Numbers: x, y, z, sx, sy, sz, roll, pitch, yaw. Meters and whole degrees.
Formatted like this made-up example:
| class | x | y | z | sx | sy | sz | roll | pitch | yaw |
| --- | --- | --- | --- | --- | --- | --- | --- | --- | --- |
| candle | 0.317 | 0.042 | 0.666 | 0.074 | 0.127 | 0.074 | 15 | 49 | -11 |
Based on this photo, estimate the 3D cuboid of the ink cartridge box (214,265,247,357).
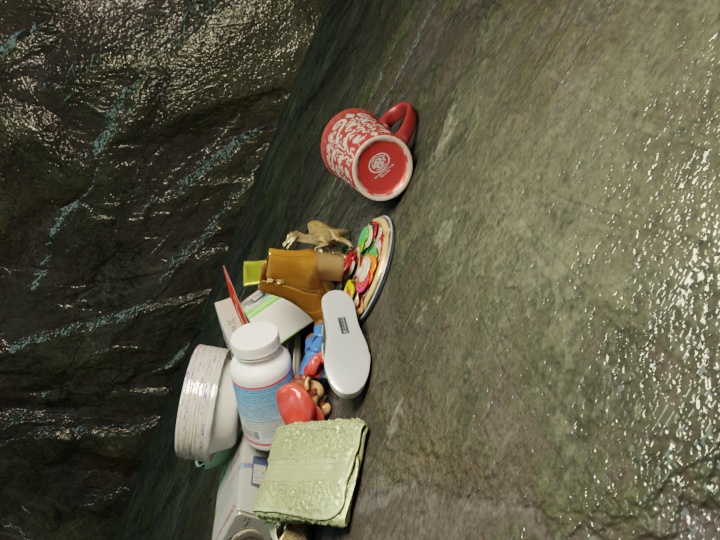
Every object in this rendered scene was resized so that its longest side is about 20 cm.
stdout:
| class | x | y | z | sx | sy | sz | roll | pitch | yaw |
| --- | --- | --- | --- | --- | --- | --- | --- | --- | --- |
| ink cartridge box | -0.253 | 0.119 | 1.434 | 0.201 | 0.043 | 0.177 | -125 | 21 | -49 |

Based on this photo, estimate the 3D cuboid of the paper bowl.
| class | x | y | z | sx | sy | sz | roll | pitch | yaw |
| --- | --- | --- | --- | --- | --- | --- | --- | --- | --- |
| paper bowl | -0.265 | 0.243 | 1.300 | 0.201 | 0.101 | 0.207 | -171 | 90 | -88 |

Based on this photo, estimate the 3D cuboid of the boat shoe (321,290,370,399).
| class | x | y | z | sx | sy | sz | roll | pitch | yaw |
| --- | --- | --- | --- | --- | --- | --- | --- | --- | --- |
| boat shoe | -0.030 | 0.124 | 1.099 | 0.203 | 0.070 | 0.069 | -106 | 15 | -46 |

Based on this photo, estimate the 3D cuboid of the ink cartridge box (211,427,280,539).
| class | x | y | z | sx | sy | sz | roll | pitch | yaw |
| --- | --- | --- | --- | --- | --- | --- | --- | --- | --- |
| ink cartridge box | -0.202 | 0.406 | 1.275 | 0.147 | 0.086 | 0.202 | -61 | 17 | 26 |

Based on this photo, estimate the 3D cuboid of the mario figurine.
| class | x | y | z | sx | sy | sz | roll | pitch | yaw |
| --- | --- | --- | --- | --- | --- | --- | --- | --- | --- |
| mario figurine | -0.068 | 0.186 | 1.177 | 0.203 | 0.103 | 0.126 | -73 | -21 | -47 |

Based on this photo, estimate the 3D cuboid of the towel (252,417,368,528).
| class | x | y | z | sx | sy | sz | roll | pitch | yaw |
| --- | --- | --- | --- | --- | --- | --- | --- | --- | --- |
| towel | -0.072 | 0.281 | 1.004 | 0.197 | 0.036 | 0.152 | -16 | 51 | 43 |

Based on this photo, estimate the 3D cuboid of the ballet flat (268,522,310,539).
| class | x | y | z | sx | sy | sz | roll | pitch | yaw |
| --- | --- | --- | --- | --- | --- | --- | --- | --- | --- |
| ballet flat | -0.107 | 0.347 | 1.083 | 0.071 | 0.064 | 0.202 | -59 | 20 | 30 |

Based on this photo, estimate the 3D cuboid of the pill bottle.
| class | x | y | z | sx | sy | sz | roll | pitch | yaw |
| --- | --- | --- | --- | --- | --- | --- | --- | --- | --- |
| pill bottle | -0.163 | 0.196 | 1.218 | 0.109 | 0.105 | 0.205 | -103 | 6 | -62 |

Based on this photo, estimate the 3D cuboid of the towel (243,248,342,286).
| class | x | y | z | sx | sy | sz | roll | pitch | yaw |
| --- | --- | --- | --- | --- | --- | --- | --- | --- | --- |
| towel | -0.126 | -0.007 | 1.359 | 0.087 | 0.194 | 0.019 | -109 | 12 | -63 |

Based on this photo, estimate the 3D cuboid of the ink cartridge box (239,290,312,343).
| class | x | y | z | sx | sy | sz | roll | pitch | yaw |
| --- | --- | --- | --- | --- | --- | --- | --- | --- | --- |
| ink cartridge box | -0.162 | 0.075 | 1.433 | 0.144 | 0.085 | 0.199 | -35 | 12 | -13 |

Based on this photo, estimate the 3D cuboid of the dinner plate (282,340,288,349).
| class | x | y | z | sx | sy | sz | roll | pitch | yaw |
| --- | --- | --- | --- | --- | --- | --- | --- | --- | --- |
| dinner plate | -0.177 | 0.223 | 1.420 | 0.203 | 0.024 | 0.202 | -91 | 26 | -51 |

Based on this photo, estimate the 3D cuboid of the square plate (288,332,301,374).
| class | x | y | z | sx | sy | sz | roll | pitch | yaw |
| --- | --- | --- | --- | --- | --- | --- | --- | --- | --- |
| square plate | -0.160 | 0.250 | 1.425 | 0.202 | 0.028 | 0.200 | -94 | 29 | -54 |

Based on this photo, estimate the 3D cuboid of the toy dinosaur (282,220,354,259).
| class | x | y | z | sx | sy | sz | roll | pitch | yaw |
| --- | --- | --- | --- | --- | --- | --- | --- | --- | --- |
| toy dinosaur | -0.052 | -0.058 | 1.324 | 0.102 | 0.198 | 0.059 | 49 | 123 | 21 |

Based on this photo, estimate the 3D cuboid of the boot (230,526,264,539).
| class | x | y | z | sx | sy | sz | roll | pitch | yaw |
| --- | --- | --- | --- | --- | --- | --- | --- | --- | --- |
| boot | -0.163 | 0.450 | 1.054 | 0.151 | 0.071 | 0.206 | -138 | 40 | -76 |

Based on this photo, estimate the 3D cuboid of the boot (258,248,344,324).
| class | x | y | z | sx | sy | sz | roll | pitch | yaw |
| --- | --- | --- | --- | --- | --- | --- | --- | --- | --- |
| boot | -0.108 | 0.041 | 1.244 | 0.072 | 0.140 | 0.205 | -93 | 10 | -48 |

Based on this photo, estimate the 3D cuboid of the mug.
| class | x | y | z | sx | sy | sz | roll | pitch | yaw |
| --- | --- | --- | --- | --- | --- | --- | --- | --- | --- |
| mug | 0.020 | -0.219 | 1.240 | 0.181 | 0.130 | 0.200 | -67 | 20 | 13 |

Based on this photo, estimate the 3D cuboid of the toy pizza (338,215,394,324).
| class | x | y | z | sx | sy | sz | roll | pitch | yaw |
| --- | --- | --- | --- | --- | --- | --- | --- | --- | --- |
| toy pizza | 0.000 | 0.000 | 1.206 | 0.202 | 0.031 | 0.203 | -58 | 20 | 35 |

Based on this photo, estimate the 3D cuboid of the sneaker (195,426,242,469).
| class | x | y | z | sx | sy | sz | roll | pitch | yaw |
| --- | --- | --- | --- | --- | --- | --- | --- | --- | --- |
| sneaker | -0.277 | 0.362 | 1.447 | 0.201 | 0.115 | 0.076 | 110 | 146 | -69 |
